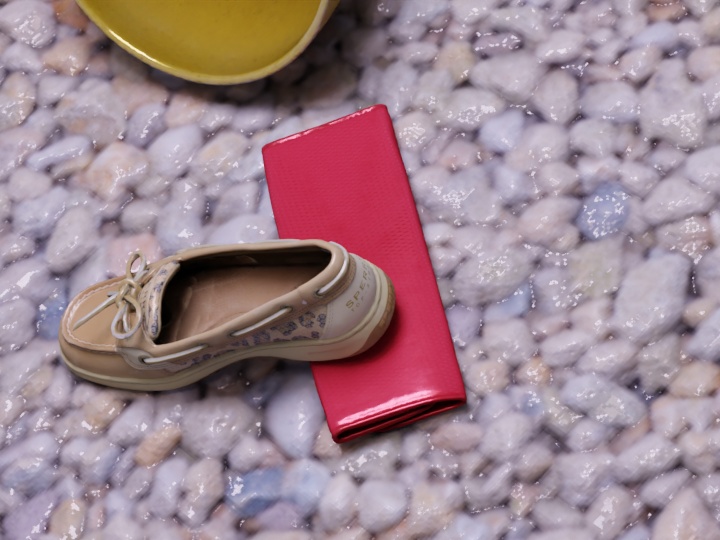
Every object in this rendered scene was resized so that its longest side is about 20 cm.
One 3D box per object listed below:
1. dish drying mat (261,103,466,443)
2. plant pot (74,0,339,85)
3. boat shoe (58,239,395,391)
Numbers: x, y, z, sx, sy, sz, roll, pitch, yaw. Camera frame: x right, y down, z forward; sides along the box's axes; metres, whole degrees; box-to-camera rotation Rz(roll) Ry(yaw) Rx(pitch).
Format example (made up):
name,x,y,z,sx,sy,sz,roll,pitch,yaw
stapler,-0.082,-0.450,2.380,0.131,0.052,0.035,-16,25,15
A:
name,x,y,z,sx,sy,sz,roll,pitch,yaw
dish drying mat,0.000,0.000,1.531,0.076,0.018,0.201,-19,52,6
plant pot,-0.067,-0.226,1.619,0.199,0.201,0.142,14,36,26
boat shoe,-0.080,0.014,1.509,0.199,0.063,0.074,-10,57,26
